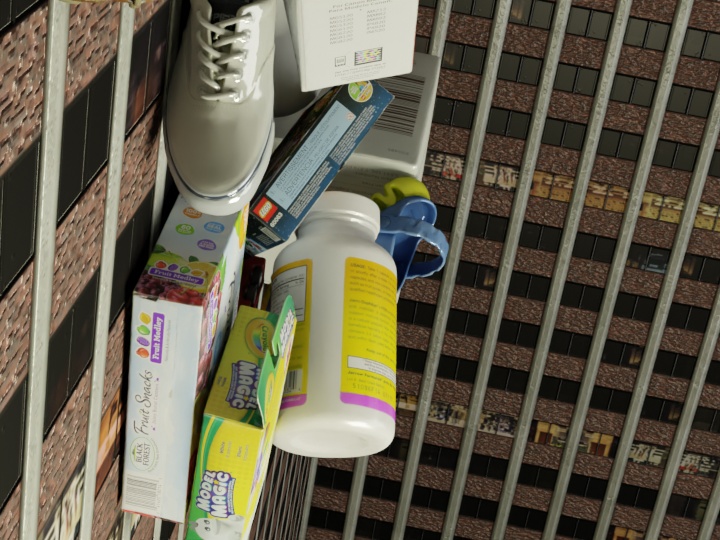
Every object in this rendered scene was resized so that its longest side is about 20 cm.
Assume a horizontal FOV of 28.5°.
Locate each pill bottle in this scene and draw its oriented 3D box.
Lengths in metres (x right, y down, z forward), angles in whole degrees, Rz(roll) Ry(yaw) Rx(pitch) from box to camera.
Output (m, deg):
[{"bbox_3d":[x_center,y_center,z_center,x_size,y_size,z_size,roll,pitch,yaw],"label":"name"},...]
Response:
[{"bbox_3d":[-0.022,0.042,1.146,0.104,0.103,0.202,95,-3,-68],"label":"pill bottle"}]

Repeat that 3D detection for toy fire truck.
[{"bbox_3d":[-0.117,0.063,1.222,0.201,0.048,0.142,-76,176,-55],"label":"toy fire truck"}]

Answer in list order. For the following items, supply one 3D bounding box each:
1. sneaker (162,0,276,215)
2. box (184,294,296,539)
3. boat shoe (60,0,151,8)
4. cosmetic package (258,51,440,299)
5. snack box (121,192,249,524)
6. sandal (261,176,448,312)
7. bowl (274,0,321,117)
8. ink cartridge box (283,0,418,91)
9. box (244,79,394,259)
[{"bbox_3d":[-0.088,-0.136,0.888,0.071,0.072,0.202,89,2,-69],"label":"sneaker"},{"bbox_3d":[-0.087,0.119,1.016,0.118,0.048,0.201,-76,-179,-51],"label":"box"},{"bbox_3d":[-0.093,-0.139,0.583,0.200,0.073,0.076,-78,179,-73],"label":"boat shoe"},{"bbox_3d":[-0.021,-0.100,1.400,0.201,0.163,0.166,98,5,-47],"label":"cosmetic package"},{"bbox_3d":[-0.123,0.056,1.000,0.143,0.052,0.201,-78,178,-53],"label":"snack box"},{"bbox_3d":[0.000,0.000,1.241,0.200,0.087,0.080,-40,138,-11],"label":"sandal"},{"bbox_3d":[-0.049,-0.209,1.152,0.201,0.089,0.203,12,90,-88],"label":"bowl"},{"bbox_3d":[-0.020,-0.251,0.929,0.176,0.083,0.202,92,-14,-70],"label":"ink cartridge box"},{"bbox_3d":[-0.050,-0.079,1.120,0.137,0.038,0.200,-55,-171,-11],"label":"box"}]
